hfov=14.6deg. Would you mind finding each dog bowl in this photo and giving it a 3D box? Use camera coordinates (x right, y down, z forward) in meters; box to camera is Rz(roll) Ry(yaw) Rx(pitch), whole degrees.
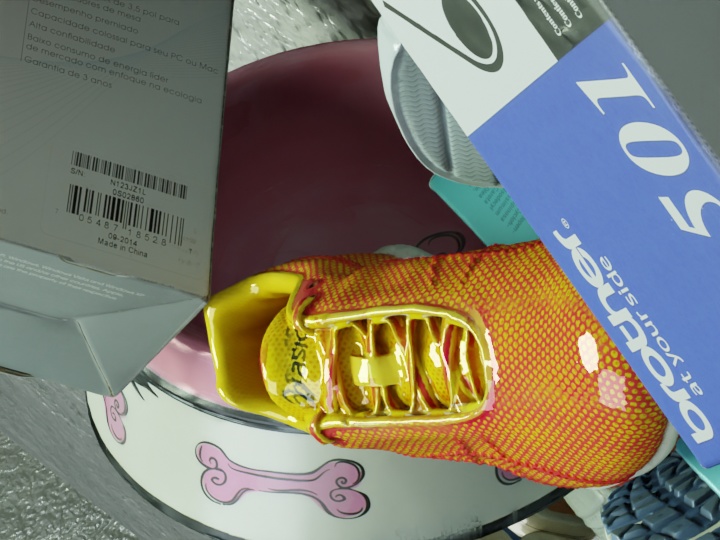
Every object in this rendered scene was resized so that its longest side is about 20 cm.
[{"bbox_3d":[0.000,0.000,0.941,0.200,0.200,0.074,32,145,37],"label":"dog bowl"}]

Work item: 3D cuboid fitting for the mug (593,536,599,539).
[{"bbox_3d":[0.155,0.161,1.125,0.200,0.148,0.175,36,163,52],"label":"mug"}]

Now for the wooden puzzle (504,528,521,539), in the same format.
[{"bbox_3d":[-0.016,0.062,1.071,0.200,0.046,0.185,36,-176,41],"label":"wooden puzzle"}]

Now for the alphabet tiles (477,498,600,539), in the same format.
[{"bbox_3d":[0.061,0.058,1.010,0.200,0.015,0.196,14,-141,-24],"label":"alphabet tiles"}]

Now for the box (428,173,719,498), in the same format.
[{"bbox_3d":[0.106,0.022,0.776,0.082,0.049,0.200,21,-160,-43],"label":"box"}]

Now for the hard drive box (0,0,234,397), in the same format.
[{"bbox_3d":[-0.123,-0.080,0.864,0.156,0.200,0.077,17,147,-21],"label":"hard drive box"}]

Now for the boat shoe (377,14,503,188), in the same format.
[{"bbox_3d":[0.044,-0.098,0.707,0.073,0.067,0.200,3,149,-2],"label":"boat shoe"}]

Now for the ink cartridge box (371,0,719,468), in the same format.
[{"bbox_3d":[0.045,-0.057,0.577,0.200,0.044,0.094,54,161,1],"label":"ink cartridge box"}]

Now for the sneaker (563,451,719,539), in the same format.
[{"bbox_3d":[0.122,0.091,0.883,0.085,0.077,0.200,60,179,-3],"label":"sneaker"}]

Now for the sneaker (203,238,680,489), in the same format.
[{"bbox_3d":[0.020,0.029,0.760,0.200,0.077,0.073,-6,95,62],"label":"sneaker"}]
